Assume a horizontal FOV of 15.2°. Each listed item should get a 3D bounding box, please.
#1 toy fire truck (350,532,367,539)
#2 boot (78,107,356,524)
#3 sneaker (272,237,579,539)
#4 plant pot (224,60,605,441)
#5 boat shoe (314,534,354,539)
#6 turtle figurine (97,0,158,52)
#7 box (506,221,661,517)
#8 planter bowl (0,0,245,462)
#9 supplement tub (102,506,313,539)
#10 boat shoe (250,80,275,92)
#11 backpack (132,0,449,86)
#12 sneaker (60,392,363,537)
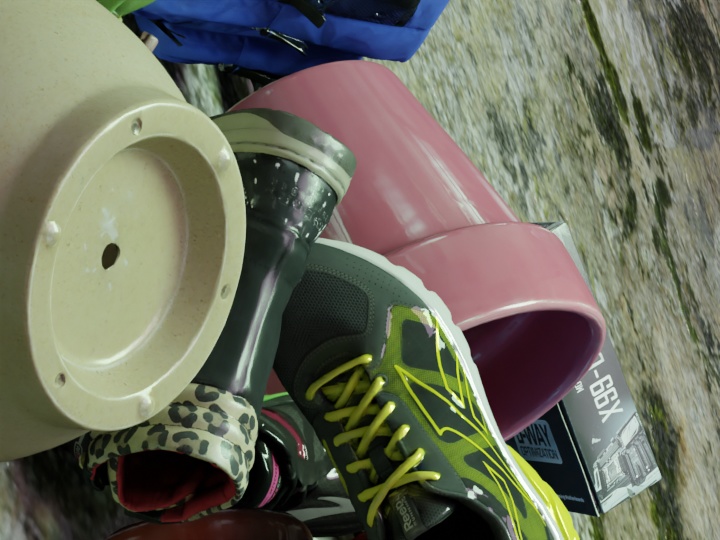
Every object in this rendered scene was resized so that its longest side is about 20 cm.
[{"bbox_3d":[0.025,0.224,1.197,0.112,0.168,0.200,26,14,-31],"label":"toy fire truck"},{"bbox_3d":[-0.091,0.026,1.104,0.073,0.203,0.154,30,62,-28],"label":"boot"},{"bbox_3d":[0.022,0.071,1.127,0.200,0.074,0.085,50,19,-2],"label":"sneaker"},{"bbox_3d":[0.000,0.000,1.391,0.179,0.200,0.200,63,15,22],"label":"plant pot"},{"bbox_3d":[-0.007,0.199,1.354,0.202,0.072,0.060,61,22,-26],"label":"boat shoe"},{"bbox_3d":[-0.133,-0.145,1.118,0.144,0.193,0.201,42,33,-53],"label":"turtle figurine"},{"bbox_3d":[0.075,0.053,1.551,0.050,0.200,0.158,-27,104,-26],"label":"box"},{"bbox_3d":[-0.128,-0.015,0.972,0.200,0.134,0.201,-27,124,-48],"label":"planter bowl"},{"bbox_3d":[-0.058,0.209,1.151,0.107,0.107,0.201,36,42,-61],"label":"supplement tub"},{"bbox_3d":[-0.033,-0.081,1.524,0.200,0.066,0.070,55,-12,9],"label":"boat shoe"},{"bbox_3d":[-0.062,-0.185,1.386,0.199,0.168,0.163,10,40,-32],"label":"backpack"},{"bbox_3d":[-0.056,0.092,1.224,0.200,0.077,0.084,17,19,-39],"label":"sneaker"}]
